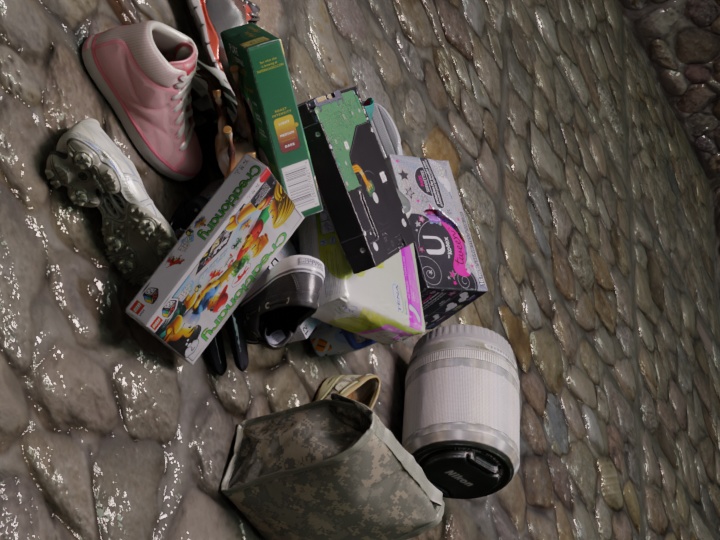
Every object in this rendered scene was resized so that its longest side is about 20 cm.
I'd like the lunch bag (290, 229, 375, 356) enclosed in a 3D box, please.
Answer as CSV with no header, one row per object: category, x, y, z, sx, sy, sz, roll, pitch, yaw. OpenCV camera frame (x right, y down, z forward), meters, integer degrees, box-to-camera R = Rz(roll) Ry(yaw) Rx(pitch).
lunch bag,-0.033,0.005,1.806,0.160,0.075,0.202,-12,86,-67

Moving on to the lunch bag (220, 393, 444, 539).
lunch bag,-0.023,0.227,1.539,0.164,0.199,0.118,54,31,-32

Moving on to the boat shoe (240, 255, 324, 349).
boat shoe,-0.091,0.051,1.545,0.069,0.200,0.067,14,62,-24

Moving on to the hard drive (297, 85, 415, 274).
hard drive,-0.008,-0.107,1.639,0.202,0.038,0.140,69,25,-6

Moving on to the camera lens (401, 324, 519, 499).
camera lens,0.137,0.196,1.927,0.160,0.159,0.201,49,35,-40

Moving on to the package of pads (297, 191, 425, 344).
package of pads,0.000,0.000,1.707,0.200,0.068,0.156,26,53,-54

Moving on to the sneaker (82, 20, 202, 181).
sneaker,-0.206,-0.186,1.537,0.201,0.104,0.076,56,29,-33

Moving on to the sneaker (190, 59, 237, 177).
sneaker,-0.164,-0.186,1.655,0.200,0.074,0.089,52,34,-38

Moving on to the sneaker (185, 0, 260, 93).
sneaker,-0.153,-0.288,1.706,0.077,0.081,0.202,-164,-126,-81

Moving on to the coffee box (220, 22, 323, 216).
coffee box,-0.097,-0.166,1.567,0.123,0.044,0.202,-138,-149,-66

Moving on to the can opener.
can opener,-0.160,0.015,1.551,0.078,0.063,0.202,-13,86,-65

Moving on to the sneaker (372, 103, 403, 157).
sneaker,0.035,-0.142,2.057,0.071,0.072,0.202,-25,101,-84

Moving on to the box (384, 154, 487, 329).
box,0.068,-0.037,1.908,0.114,0.132,0.202,2,63,-38

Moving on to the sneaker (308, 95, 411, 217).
sneaker,-0.001,-0.157,1.806,0.199,0.121,0.084,34,33,6

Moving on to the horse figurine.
horse figurine,-0.137,-0.131,1.538,0.133,0.049,0.201,90,-13,-51

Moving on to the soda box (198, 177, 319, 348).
soda box,-0.118,-0.011,1.641,0.201,0.068,0.064,62,36,-20

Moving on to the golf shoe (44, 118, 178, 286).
golf shoe,-0.234,-0.070,1.446,0.201,0.078,0.098,59,22,-29

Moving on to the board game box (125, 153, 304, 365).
board game box,-0.146,-0.009,1.454,0.201,0.034,0.126,-53,155,-8

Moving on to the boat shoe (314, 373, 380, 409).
boat shoe,-0.030,0.186,1.708,0.074,0.062,0.201,61,28,-24
